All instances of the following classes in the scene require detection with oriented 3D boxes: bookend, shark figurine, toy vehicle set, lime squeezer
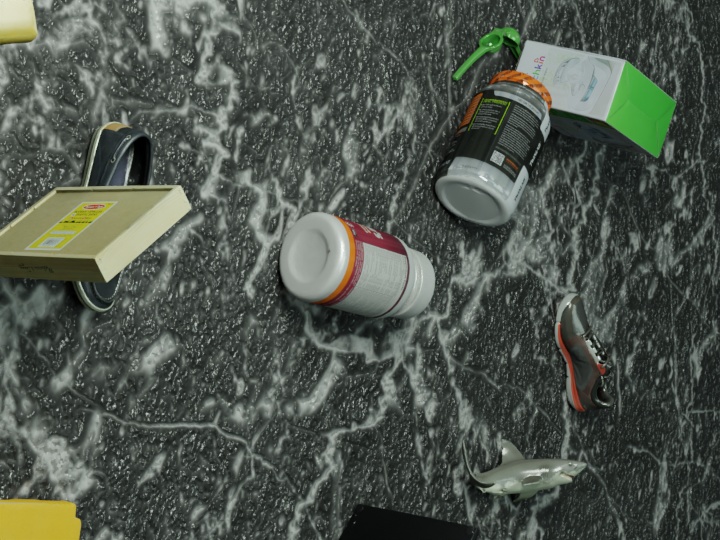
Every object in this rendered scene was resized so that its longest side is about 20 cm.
[{"bbox_3d":[0.094,0.411,1.765,0.093,0.198,0.199,-57,130,-30],"label":"bookend"},{"bbox_3d":[0.213,0.290,2.015,0.212,0.128,0.091,3,63,-32],"label":"shark figurine"},{"bbox_3d":[-0.271,-0.038,1.310,0.124,0.198,0.027,-45,124,-37],"label":"toy vehicle set"},{"bbox_3d":[0.196,-0.320,1.984,0.199,0.038,0.071,-15,134,-49],"label":"lime squeezer"}]

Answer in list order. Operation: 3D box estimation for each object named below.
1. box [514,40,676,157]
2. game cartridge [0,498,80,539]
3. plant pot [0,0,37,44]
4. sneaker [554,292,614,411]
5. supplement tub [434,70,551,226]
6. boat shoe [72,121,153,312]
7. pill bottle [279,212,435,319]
[{"bbox_3d":[0.346,-0.257,2.027,0.199,0.175,0.098,20,89,-54],"label":"box"},{"bbox_3d":[-0.369,0.316,1.345,0.199,0.032,0.179,14,81,-52],"label":"game cartridge"},{"bbox_3d":[-0.418,-0.271,1.139,0.199,0.194,0.197,-19,106,-40],"label":"plant pot"},{"bbox_3d":[0.367,0.130,2.163,0.077,0.081,0.202,-33,117,-43],"label":"sneaker"},{"bbox_3d":[0.192,-0.174,1.910,0.123,0.121,0.202,49,57,-39],"label":"supplement tub"},{"bbox_3d":[-0.259,-0.057,1.427,0.074,0.062,0.203,19,78,-56],"label":"boat shoe"},{"bbox_3d":[0.000,0.000,1.701,0.199,0.109,0.111,16,80,-49],"label":"pill bottle"}]
